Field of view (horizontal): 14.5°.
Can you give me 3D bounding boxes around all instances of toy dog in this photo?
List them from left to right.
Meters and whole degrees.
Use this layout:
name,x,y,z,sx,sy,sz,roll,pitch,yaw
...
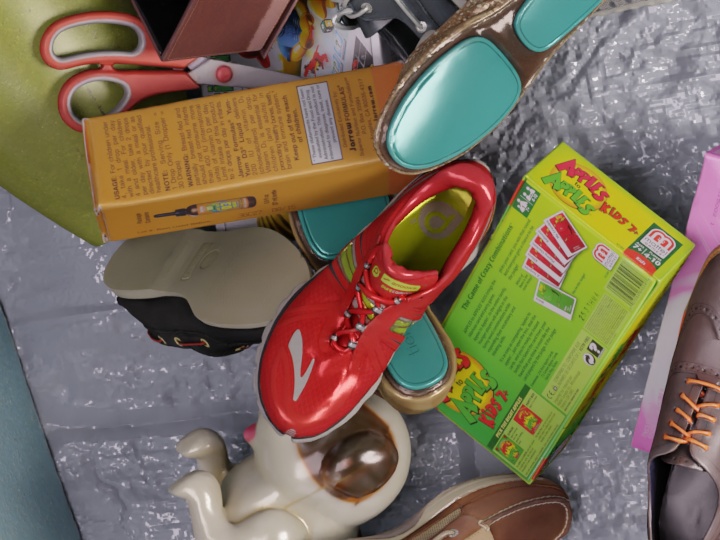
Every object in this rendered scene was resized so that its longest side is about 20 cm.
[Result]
name,x,y,z,sx,sy,sz,roll,pitch,yaw
toy dog,-0.038,0.166,1.795,0.193,0.140,0.201,22,107,6

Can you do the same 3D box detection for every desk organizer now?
name,x,y,z,sx,sy,sz,roll,pitch,yaw
desk organizer,-0.116,-0.226,1.732,0.200,0.077,0.072,63,142,25

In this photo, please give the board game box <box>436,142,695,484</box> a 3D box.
name,x,y,z,sx,sy,sz,roll,pitch,yaw
board game box,0.112,0.028,1.714,0.102,0.048,0.200,39,135,11

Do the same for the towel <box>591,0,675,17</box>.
name,x,y,z,sx,sy,sz,roll,pitch,yaw
towel,0.174,-0.255,1.689,0.199,0.035,0.193,-12,93,26

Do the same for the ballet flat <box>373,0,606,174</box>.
name,x,y,z,sx,sy,sz,roll,pitch,yaw
ballet flat,0.076,-0.134,1.665,0.200,0.065,0.071,-42,121,-10

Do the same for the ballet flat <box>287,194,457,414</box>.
name,x,y,z,sx,sy,sz,roll,pitch,yaw
ballet flat,0.000,0.000,1.744,0.068,0.063,0.200,-17,72,-10

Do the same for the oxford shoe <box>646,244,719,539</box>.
name,x,y,z,sx,sy,sz,roll,pitch,yaw
oxford shoe,0.205,0.084,1.640,0.071,0.073,0.201,11,104,22

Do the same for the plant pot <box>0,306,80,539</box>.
name,x,y,z,sx,sy,sz,roll,pitch,yaw
plant pot,-0.337,0.149,1.875,0.196,0.200,0.196,-17,94,24

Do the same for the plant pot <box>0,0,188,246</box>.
name,x,y,z,sx,sy,sz,roll,pitch,yaw
plant pot,-0.194,-0.120,1.789,0.187,0.187,0.200,-34,99,24

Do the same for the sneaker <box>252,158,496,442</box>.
name,x,y,z,sx,sy,sz,roll,pitch,yaw
sneaker,0.007,0.011,1.653,0.077,0.085,0.200,37,82,-1

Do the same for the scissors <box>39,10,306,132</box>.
name,x,y,z,sx,sy,sz,roll,pitch,yaw
scissors,-0.095,-0.128,1.727,0.199,0.014,0.073,-7,101,-13

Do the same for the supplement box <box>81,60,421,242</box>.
name,x,y,z,sx,sy,sz,roll,pitch,yaw
supplement box,-0.065,-0.070,1.700,0.199,0.067,0.069,-12,71,-4

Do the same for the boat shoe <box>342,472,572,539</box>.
name,x,y,z,sx,sy,sz,roll,pitch,yaw
boat shoe,0.050,0.189,1.745,0.072,0.200,0.076,42,149,49

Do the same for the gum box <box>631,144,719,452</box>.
name,x,y,z,sx,sy,sz,roll,pitch,yaw
gum box,0.245,0.024,1.689,0.113,0.066,0.201,18,107,19

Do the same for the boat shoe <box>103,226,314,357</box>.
name,x,y,z,sx,sy,sz,roll,pitch,yaw
boat shoe,-0.083,0.016,1.781,0.201,0.074,0.063,7,144,53

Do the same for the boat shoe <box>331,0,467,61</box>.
name,x,y,z,sx,sy,sz,roll,pitch,yaw
boat shoe,0.015,-0.164,1.710,0.200,0.073,0.062,40,83,-15

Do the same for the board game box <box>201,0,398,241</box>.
name,x,y,z,sx,sy,sz,roll,pitch,yaw
board game box,-0.038,-0.119,1.792,0.126,0.035,0.201,-2,100,21
